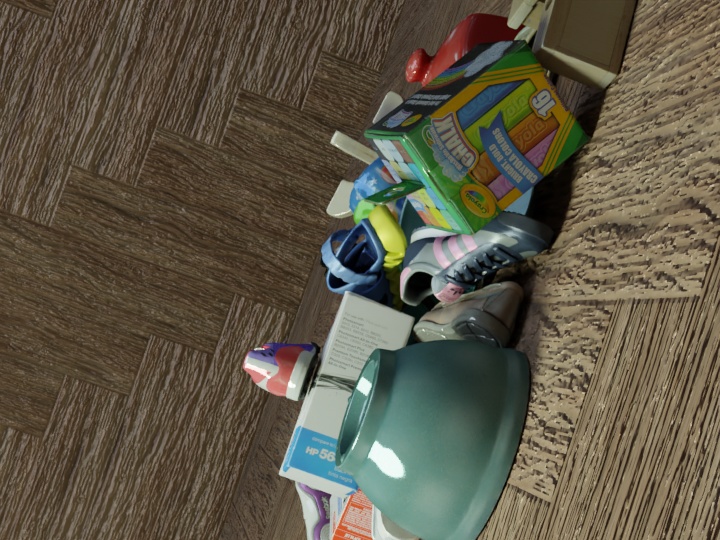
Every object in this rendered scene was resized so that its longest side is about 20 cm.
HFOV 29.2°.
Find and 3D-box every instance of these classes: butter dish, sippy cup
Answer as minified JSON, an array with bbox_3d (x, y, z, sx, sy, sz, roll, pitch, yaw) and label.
[{"bbox_3d":[0.128,-0.233,1.716,0.199,0.148,0.200,117,170,-48],"label":"butter dish"},{"bbox_3d":[0.061,-0.071,1.650,0.140,0.130,0.178,-44,-21,-8],"label":"sippy cup"}]

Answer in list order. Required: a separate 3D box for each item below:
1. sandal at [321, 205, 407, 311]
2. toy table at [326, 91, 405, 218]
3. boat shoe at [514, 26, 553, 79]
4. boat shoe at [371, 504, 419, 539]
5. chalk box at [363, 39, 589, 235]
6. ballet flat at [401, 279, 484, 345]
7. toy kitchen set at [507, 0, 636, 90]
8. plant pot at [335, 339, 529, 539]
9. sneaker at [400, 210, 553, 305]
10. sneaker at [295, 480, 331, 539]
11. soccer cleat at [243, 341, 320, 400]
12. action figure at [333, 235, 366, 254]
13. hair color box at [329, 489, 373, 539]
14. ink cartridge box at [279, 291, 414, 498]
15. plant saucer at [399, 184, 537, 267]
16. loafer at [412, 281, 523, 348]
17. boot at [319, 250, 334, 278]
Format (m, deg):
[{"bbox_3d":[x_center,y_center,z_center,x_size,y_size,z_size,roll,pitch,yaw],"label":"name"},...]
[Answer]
[{"bbox_3d":[0.000,0.000,1.528,0.200,0.087,0.080,85,159,-59],"label":"sandal"},{"bbox_3d":[0.045,-0.132,1.825,0.184,0.117,0.200,-57,-25,-8],"label":"toy table"},{"bbox_3d":[0.177,-0.193,1.557,0.201,0.073,0.063,-64,1,-10],"label":"boat shoe"},{"bbox_3d":[0.048,0.213,1.483,0.069,0.072,0.200,120,158,-52],"label":"boat shoe"},{"bbox_3d":[0.095,-0.116,1.346,0.200,0.124,0.125,-39,16,-9],"label":"chalk box"},{"bbox_3d":[0.092,0.031,1.594,0.075,0.068,0.200,-31,-13,-45],"label":"ballet flat"},{"bbox_3d":[0.170,-0.264,1.417,0.200,0.163,0.181,128,161,-69],"label":"toy kitchen set"},{"bbox_3d":[0.056,0.149,1.291,0.200,0.134,0.200,-161,90,-83],"label":"plant pot"},{"bbox_3d":[0.113,-0.006,1.380,0.200,0.070,0.082,-14,51,56],"label":"sneaker"},{"bbox_3d":[-0.044,0.316,1.745,0.200,0.075,0.100,-95,7,-47],"label":"sneaker"},{"bbox_3d":[-0.088,0.105,1.534,0.200,0.073,0.068,147,142,-88],"label":"soccer cleat"},{"bbox_3d":[0.043,0.041,1.757,0.130,0.069,0.200,-34,63,25],"label":"action figure"},{"bbox_3d":[0.025,0.220,1.616,0.111,0.064,0.200,-92,25,-73],"label":"hair color box"},{"bbox_3d":[-0.016,0.139,1.515,0.146,0.084,0.200,115,175,-77],"label":"ink cartridge box"},{"bbox_3d":[0.123,-0.064,1.492,0.200,0.036,0.200,-28,50,38],"label":"plant saucer"},{"bbox_3d":[0.115,0.053,1.421,0.063,0.072,0.200,-54,9,-16],"label":"loafer"},{"bbox_3d":[0.015,0.020,1.921,0.200,0.138,0.078,-174,104,-81],"label":"boot"}]
